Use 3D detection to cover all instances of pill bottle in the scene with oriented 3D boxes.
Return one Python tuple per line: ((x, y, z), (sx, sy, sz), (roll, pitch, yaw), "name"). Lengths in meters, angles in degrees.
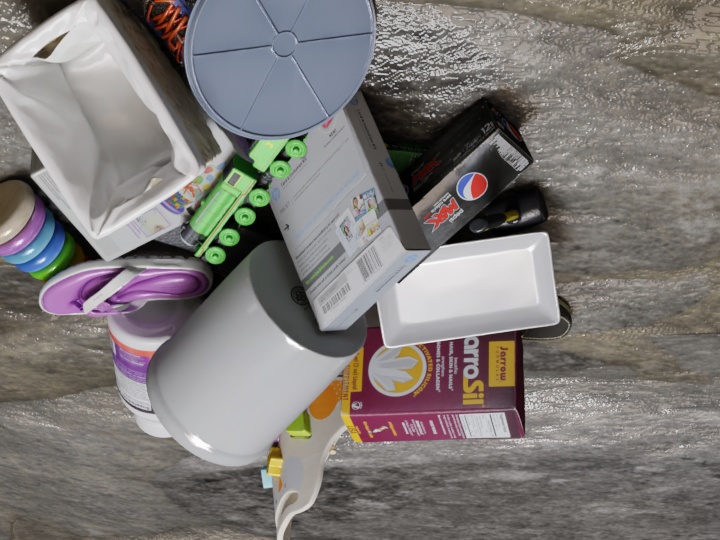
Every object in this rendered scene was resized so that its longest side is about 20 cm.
((-0.242, 0.109, 1.841), (0.110, 0.112, 0.201), (3, 137, 1), "pill bottle")

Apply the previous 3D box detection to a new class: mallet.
((0.157, -0.058, 1.600), (0.065, 0.200, 0.041), (-19, 90, 12), "mallet")

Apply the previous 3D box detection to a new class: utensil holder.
((-0.113, 0.088, 1.660), (0.169, 0.171, 0.200), (27, 126, -23), "utensil holder")

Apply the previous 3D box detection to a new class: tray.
((0.115, 0.020, 1.681), (0.198, 0.022, 0.108), (-8, 102, 7), "tray")

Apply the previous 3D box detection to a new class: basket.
((-0.242, -0.153, 1.485), (0.135, 0.123, 0.201), (-31, 93, 13), "basket")

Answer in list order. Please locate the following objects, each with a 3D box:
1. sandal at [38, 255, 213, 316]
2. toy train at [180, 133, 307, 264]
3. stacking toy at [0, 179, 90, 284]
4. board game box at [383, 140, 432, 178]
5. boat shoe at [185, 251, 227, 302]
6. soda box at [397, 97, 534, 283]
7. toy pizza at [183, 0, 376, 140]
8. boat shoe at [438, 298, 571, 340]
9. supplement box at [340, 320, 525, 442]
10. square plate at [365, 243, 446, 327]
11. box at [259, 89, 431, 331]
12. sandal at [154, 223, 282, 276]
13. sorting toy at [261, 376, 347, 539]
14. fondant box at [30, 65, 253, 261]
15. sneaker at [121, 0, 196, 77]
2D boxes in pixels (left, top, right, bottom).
((-0.267, 0.024, 1.720), (0.201, 0.050, 0.083), (-11, 140, 3), "sandal")
((-0.124, -0.086, 1.596), (0.056, 0.042, 0.200), (29, 120, -20), "toy train")
((-0.353, -0.013, 1.747), (0.085, 0.086, 0.200), (-19, 136, 23), "stacking toy")
((0.021, -0.051, 1.670), (0.104, 0.024, 0.201), (7, 123, -15), "board game box")
((-0.124, 0.046, 1.796), (0.199, 0.071, 0.070), (30, 135, -23), "boat shoe")
((0.084, -0.083, 1.603), (0.200, 0.071, 0.063), (-42, 122, 17), "soda box")
((-0.079, -0.224, 1.479), (0.199, 0.032, 0.202), (-12, 120, -21), "toy pizza")
((0.163, 0.057, 1.767), (0.200, 0.066, 0.072), (14, 128, -27), "boat shoe")
((0.083, 0.126, 1.720), (0.198, 0.111, 0.086), (-3, 152, 11), "supplement box")
((0.000, 0.000, 1.736), (0.198, 0.029, 0.200), (-36, 127, 13), "square plate")
((-0.021, -0.063, 1.583), (0.041, 0.201, 0.156), (-1, 148, -43), "box")
((-0.160, -0.043, 1.731), (0.199, 0.043, 0.076), (27, 124, -14), "sandal")
((-0.077, 0.254, 1.931), (0.106, 0.181, 0.201), (15, 136, -12), "sorting toy")
((-0.227, -0.112, 1.617), (0.199, 0.058, 0.145), (-25, 131, 13), "fondant box")
((-0.160, -0.232, 1.496), (0.075, 0.079, 0.200), (-33, 126, 32), "sneaker")
